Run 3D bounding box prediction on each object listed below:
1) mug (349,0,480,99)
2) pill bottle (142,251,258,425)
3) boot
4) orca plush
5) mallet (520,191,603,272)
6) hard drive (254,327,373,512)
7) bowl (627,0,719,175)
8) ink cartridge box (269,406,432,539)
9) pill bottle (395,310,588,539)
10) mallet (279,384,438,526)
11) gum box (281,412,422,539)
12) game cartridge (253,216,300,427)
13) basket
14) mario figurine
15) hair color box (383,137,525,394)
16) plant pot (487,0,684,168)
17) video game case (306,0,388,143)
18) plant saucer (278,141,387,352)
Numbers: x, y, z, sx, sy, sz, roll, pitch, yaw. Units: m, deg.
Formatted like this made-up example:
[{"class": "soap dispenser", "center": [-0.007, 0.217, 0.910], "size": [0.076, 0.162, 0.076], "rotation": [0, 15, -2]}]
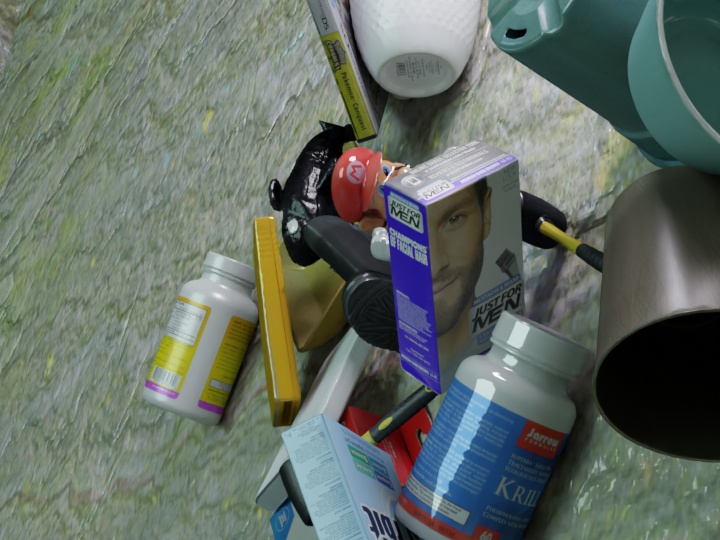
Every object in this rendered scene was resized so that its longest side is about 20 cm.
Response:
[{"class": "mug", "center": [0.058, -0.275, 1.785], "size": [0.200, 0.146, 0.177], "rotation": [103, 168, -61]}, {"class": "pill bottle", "center": [-0.191, 0.083, 1.990], "size": [0.104, 0.104, 0.201], "rotation": [14, 82, 63]}, {"class": "boot", "center": [0.000, 0.001, 1.597], "size": [0.066, 0.165, 0.200], "rotation": [-45, 45, 8]}, {"class": "orca plush", "center": [-0.029, -0.098, 1.735], "size": [0.071, 0.105, 0.200], "rotation": [-40, 13, 48]}, {"class": "mallet", "center": [0.184, -0.023, 1.405], "size": [0.041, 0.066, 0.200], "rotation": [-62, 28, 7]}, {"class": "hard drive", "center": [-0.040, 0.142, 1.657], "size": [0.132, 0.027, 0.201], "rotation": [-52, 9, 48]}, {"class": "bowl", "center": [0.283, -0.152, 1.209], "size": [0.105, 0.200, 0.202], "rotation": [145, 140, -62]}, {"class": "ink cartridge box", "center": [-0.004, 0.221, 1.582], "size": [0.201, 0.067, 0.116], "rotation": [-56, 29, 20]}, {"class": "pill bottle", "center": [0.117, 0.141, 1.369], "size": [0.201, 0.112, 0.112], "rotation": [-66, 27, 5]}, {"class": "mallet", "center": [0.002, 0.153, 1.503], "size": [0.200, 0.041, 0.066], "rotation": [-47, 59, 14]}, {"class": "gum box", "center": [0.014, 0.236, 1.360], "size": [0.044, 0.170, 0.201], "rotation": [-27, 64, 11]}, {"class": "game cartridge", "center": [-0.093, 0.060, 1.755], "size": [0.176, 0.032, 0.202], "rotation": [106, 158, -76]}, {"class": "basket", "center": [0.247, 0.023, 1.183], "size": [0.201, 0.179, 0.137], "rotation": [-91, 11, -54]}, {"class": "mario figurine", "center": [0.064, -0.062, 1.523], "size": [0.106, 0.199, 0.124], "rotation": [-56, 29, 22]}, {"class": "hair color box", "center": [0.087, -0.003, 1.422], "size": [0.065, 0.109, 0.201], "rotation": [30, 138, 45]}, {"class": "plant pot", "center": [0.225, -0.214, 1.348], "size": [0.200, 0.195, 0.201], "rotation": [-43, 36, 41]}, {"class": "video game case", "center": [-0.013, -0.257, 1.798], "size": [0.025, 0.182, 0.200], "rotation": [-17, 19, 12]}, {"class": "plant saucer", "center": [-0.024, -0.027, 1.827], "size": [0.201, 0.048, 0.200], "rotation": [-58, 28, 19]}]
